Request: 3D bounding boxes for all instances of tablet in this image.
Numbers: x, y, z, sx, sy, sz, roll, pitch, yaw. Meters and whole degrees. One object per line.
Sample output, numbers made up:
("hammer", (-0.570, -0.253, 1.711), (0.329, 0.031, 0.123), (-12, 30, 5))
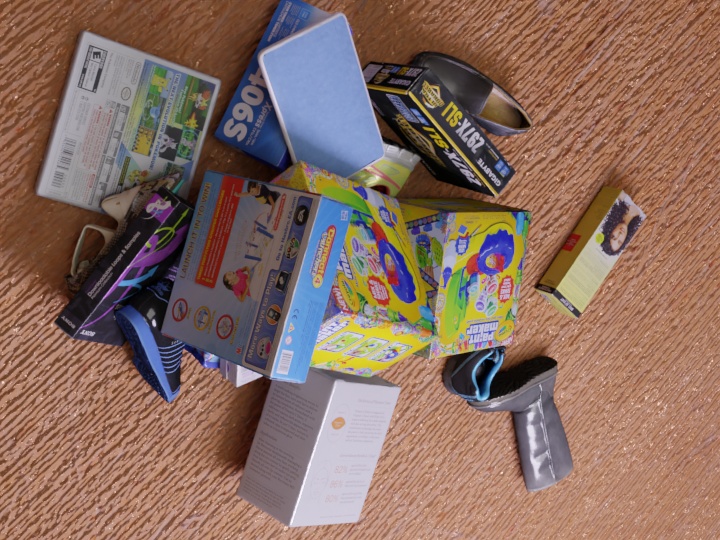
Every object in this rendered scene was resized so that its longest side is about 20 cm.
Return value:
("tablet", (-0.045, -0.200, 1.280), (0.130, 0.014, 0.201), (-32, 122, -22))

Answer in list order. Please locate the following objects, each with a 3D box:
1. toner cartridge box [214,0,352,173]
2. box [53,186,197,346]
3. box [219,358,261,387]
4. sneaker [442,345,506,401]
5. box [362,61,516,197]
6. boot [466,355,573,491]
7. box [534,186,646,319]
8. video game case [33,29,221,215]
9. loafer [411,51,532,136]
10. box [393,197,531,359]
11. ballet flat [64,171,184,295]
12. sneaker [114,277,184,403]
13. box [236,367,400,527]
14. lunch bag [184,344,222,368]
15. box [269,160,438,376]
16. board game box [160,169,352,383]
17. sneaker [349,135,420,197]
("toner cartridge box", (-0.096, -0.234, 1.304), (0.094, 0.043, 0.201), (25, 88, 9))
("box", (-0.261, 0.001, 1.236), (0.036, 0.143, 0.200), (40, 92, 14))
("box", (-0.091, 0.092, 1.337), (0.199, 0.039, 0.042), (-22, 132, -38))
("sneaker", (0.195, 0.100, 1.542), (0.073, 0.082, 0.202), (19, 92, -29))
("box", (0.096, -0.189, 1.378), (0.049, 0.159, 0.200), (-50, 120, -9))
("boot", (0.252, 0.252, 1.624), (0.181, 0.073, 0.202), (-16, 115, -22))
("box", (0.359, -0.029, 1.619), (0.075, 0.050, 0.201), (38, 84, -29))
("video game case", (-0.280, -0.164, 1.262), (0.181, 0.022, 0.202), (16, 93, -30))
("loafer", (0.159, -0.248, 1.448), (0.199, 0.072, 0.073), (21, 93, -29))
("box", (0.120, 0.004, 1.425), (0.199, 0.121, 0.194), (-5, 106, -49))
("ballet flat", (-0.290, -0.048, 1.240), (0.072, 0.072, 0.201), (31, 102, -30))
("sneaker", (-0.239, 0.089, 1.278), (0.078, 0.070, 0.201), (-41, 154, -24))
("box", (-0.055, 0.227, 1.398), (0.152, 0.106, 0.202), (15, 94, -52))
("lunch bag", (-0.125, 0.053, 1.368), (0.199, 0.094, 0.152), (14, 100, -42))
("box", (-0.030, 0.004, 1.259), (0.192, 0.122, 0.201), (16, 50, -49))
("board game box", (-0.120, 0.002, 1.161), (0.056, 0.195, 0.202), (16, 90, -48))
("sneaker", (-0.016, -0.144, 1.378), (0.199, 0.078, 0.091), (17, 103, -27))
